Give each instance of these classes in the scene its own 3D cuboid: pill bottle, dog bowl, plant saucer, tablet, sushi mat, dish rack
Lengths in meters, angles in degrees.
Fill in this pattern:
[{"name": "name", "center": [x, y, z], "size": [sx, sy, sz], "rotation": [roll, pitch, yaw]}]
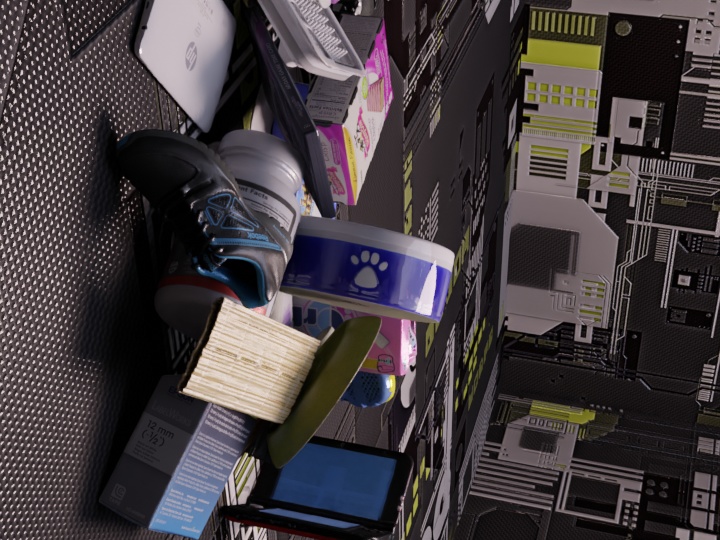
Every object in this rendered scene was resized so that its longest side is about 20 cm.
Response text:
[{"name": "pill bottle", "center": [-0.126, -0.033, 1.243], "size": [0.116, 0.115, 0.201], "rotation": [73, 29, -60]}, {"name": "dog bowl", "center": [0.000, 0.000, 1.357], "size": [0.200, 0.199, 0.079], "rotation": [31, 70, -75]}, {"name": "plant saucer", "center": [-0.047, 0.125, 1.347], "size": [0.200, 0.031, 0.200], "rotation": [-54, -175, 8]}, {"name": "tablet", "center": [-0.164, -0.227, 1.185], "size": [0.200, 0.014, 0.131], "rotation": [52, 49, -70]}, {"name": "sushi mat", "center": [-0.103, 0.091, 1.184], "size": [0.200, 0.012, 0.096], "rotation": [32, 81, -61]}, {"name": "dish rack", "center": [-0.070, -0.278, 1.333], "size": [0.172, 0.043, 0.200], "rotation": [59, 15, 3]}]

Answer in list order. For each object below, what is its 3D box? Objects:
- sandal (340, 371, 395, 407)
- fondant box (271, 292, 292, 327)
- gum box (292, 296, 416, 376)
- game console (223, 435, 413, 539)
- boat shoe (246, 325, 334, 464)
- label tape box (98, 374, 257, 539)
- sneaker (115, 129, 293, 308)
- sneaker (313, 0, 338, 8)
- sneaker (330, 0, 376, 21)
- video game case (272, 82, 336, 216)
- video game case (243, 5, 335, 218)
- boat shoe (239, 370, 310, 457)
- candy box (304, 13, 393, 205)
[{"name": "sandal", "center": [-0.042, 0.139, 1.583], "size": [0.087, 0.199, 0.080], "rotation": [-14, 102, -48]}, {"name": "fondant box", "center": [-0.127, 0.053, 1.413], "size": [0.144, 0.058, 0.201], "rotation": [-58, 154, -57]}, {"name": "gum box", "center": [-0.025, 0.055, 1.517], "size": [0.066, 0.199, 0.114], "rotation": [-53, 146, -62]}, {"name": "game console", "center": [-0.050, 0.274, 1.559], "size": [0.172, 0.199, 0.119], "rotation": [34, 65, -74]}, {"name": "boat shoe", "center": [-0.073, 0.158, 1.487], "size": [0.200, 0.066, 0.075], "rotation": [-53, -177, 13]}, {"name": "label tape box", "center": [-0.166, 0.161, 1.227], "size": [0.201, 0.066, 0.143], "rotation": [-66, 162, -10]}, {"name": "sneaker", "center": [-0.138, -0.047, 1.098], "size": [0.200, 0.073, 0.082], "rotation": [40, 37, -26]}, {"name": "sneaker", "center": [-0.052, -0.357, 1.372], "size": [0.075, 0.099, 0.200], "rotation": [-59, -168, 30]}, {"name": "sneaker", "center": [-0.006, -0.384, 1.616], "size": [0.091, 0.066, 0.201], "rotation": [70, 35, -68]}, {"name": "video game case", "center": [-0.067, -0.136, 1.558], "size": [0.181, 0.045, 0.201], "rotation": [-21, 119, -73]}, {"name": "video game case", "center": [-0.076, -0.170, 1.325], "size": [0.143, 0.019, 0.200], "rotation": [79, -11, -54]}, {"name": "boat shoe", "center": [-0.142, 0.158, 1.341], "size": [0.203, 0.075, 0.075], "rotation": [-51, 180, 4]}, {"name": "candy box", "center": [-0.015, -0.199, 1.511], "size": [0.137, 0.061, 0.201], "rotation": [80, 23, -49]}]
